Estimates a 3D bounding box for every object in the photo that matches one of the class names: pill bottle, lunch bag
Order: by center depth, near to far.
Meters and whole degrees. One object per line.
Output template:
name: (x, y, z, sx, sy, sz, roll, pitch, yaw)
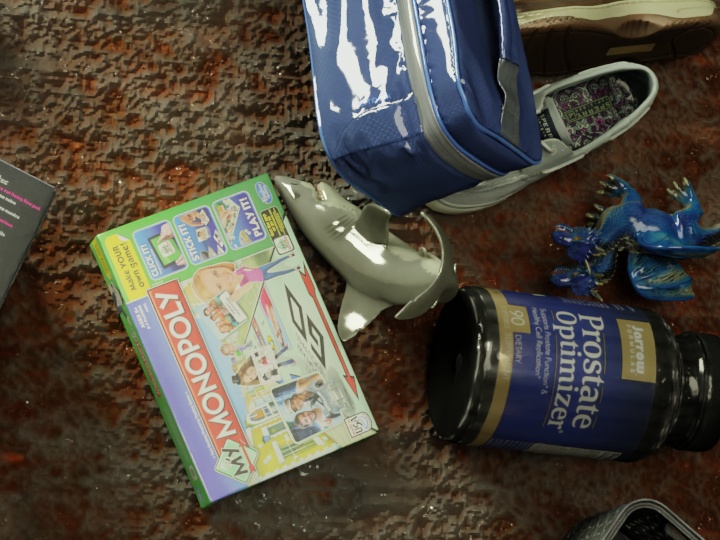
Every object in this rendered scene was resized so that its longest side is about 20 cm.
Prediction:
lunch bag: (0.050, -0.154, 1.536, 0.132, 0.136, 0.200, -18, 67, 23)
pill bottle: (0.156, 0.076, 1.556, 0.200, 0.112, 0.112, 7, 74, -16)

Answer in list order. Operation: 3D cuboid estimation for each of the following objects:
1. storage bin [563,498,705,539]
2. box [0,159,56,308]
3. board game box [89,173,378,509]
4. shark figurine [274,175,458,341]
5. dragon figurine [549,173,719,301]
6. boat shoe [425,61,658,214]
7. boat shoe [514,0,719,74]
storage bin: (0.173, 0.273, 1.520, 0.135, 0.094, 0.200, 40, 67, -5)
box: (-0.316, -0.034, 1.418, 0.200, 0.132, 0.115, 28, 65, -10)
board game box: (-0.087, 0.047, 1.528, 0.134, 0.029, 0.200, -21, 83, -23)
shark figurine: (0.017, 0.012, 1.510, 0.128, 0.214, 0.090, 42, 83, -33)
dragon figurine: (0.223, -0.016, 1.608, 0.200, 0.059, 0.100, 8, 42, -15)
boat shoe: (0.131, -0.105, 1.616, 0.201, 0.072, 0.070, -26, 86, -21)
boat shoe: (0.171, -0.197, 1.662, 0.202, 0.075, 0.075, -4, 63, -25)
